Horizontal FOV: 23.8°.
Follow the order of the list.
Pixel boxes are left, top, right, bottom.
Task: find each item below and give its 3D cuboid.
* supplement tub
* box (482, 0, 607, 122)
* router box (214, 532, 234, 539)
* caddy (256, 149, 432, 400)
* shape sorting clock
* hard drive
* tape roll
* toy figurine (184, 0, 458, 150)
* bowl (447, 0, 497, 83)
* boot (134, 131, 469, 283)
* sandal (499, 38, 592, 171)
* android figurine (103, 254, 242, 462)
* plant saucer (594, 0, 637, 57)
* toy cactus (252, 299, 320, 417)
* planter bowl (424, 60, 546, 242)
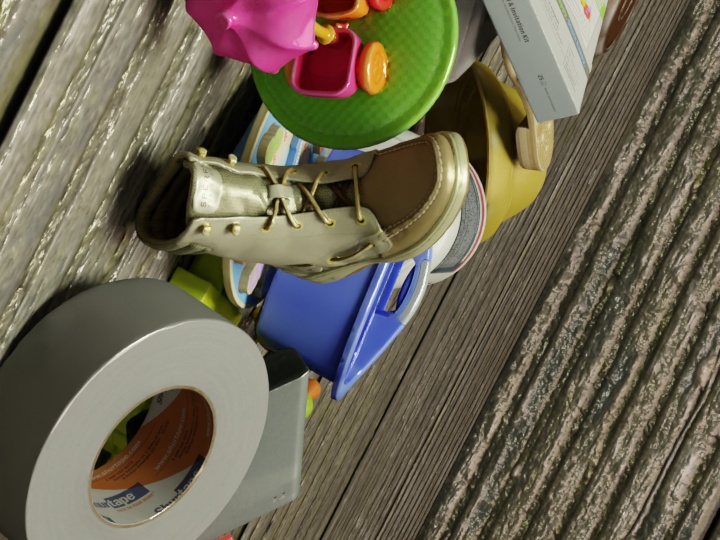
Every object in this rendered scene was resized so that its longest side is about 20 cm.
[{"bbox_3d":[0.028,-0.054,1.501,0.140,0.140,0.200,-64,168,7],"label":"supplement tub"},{"bbox_3d":[0.153,-0.243,1.408,0.156,0.041,0.200,62,31,-32],"label":"box"},{"bbox_3d":[-0.193,0.303,1.393,0.200,0.049,0.179,-39,171,12],"label":"router box"},{"bbox_3d":[0.000,0.000,1.322,0.141,0.105,0.200,80,32,-81],"label":"caddy"},{"bbox_3d":[-0.058,-0.067,1.280,0.200,0.039,0.200,14,90,-80],"label":"shape sorting clock"},{"bbox_3d":[-0.110,0.145,1.315,0.139,0.033,0.200,-24,150,-19],"label":"hard drive"},{"bbox_3d":[-0.155,0.107,1.117,0.200,0.066,0.200,-31,138,-33],"label":"tape roll"},{"bbox_3d":[-0.035,-0.187,1.058,0.184,0.150,0.200,14,83,-68],"label":"toy figurine"},{"bbox_3d":[0.087,-0.254,1.486,0.200,0.075,0.200,-49,160,-49],"label":"bowl"},{"bbox_3d":[-0.040,-0.047,1.109,0.200,0.155,0.072,-26,-119,49],"label":"boot"},{"bbox_3d":[0.173,-0.175,1.519,0.212,0.070,0.078,77,29,-42],"label":"sandal"},{"bbox_3d":[-0.142,0.071,1.317,0.200,0.041,0.182,-62,168,-10],"label":"android figurine"},{"bbox_3d":[0.369,-0.387,2.436,0.200,0.032,0.200,-59,168,-21],"label":"plant saucer"},{"bbox_3d":[-0.081,0.073,1.456,0.200,0.102,0.165,-52,159,-55],"label":"toy cactus"},{"bbox_3d":[0.129,-0.116,1.667,0.200,0.083,0.201,177,-90,-75],"label":"planter bowl"}]
